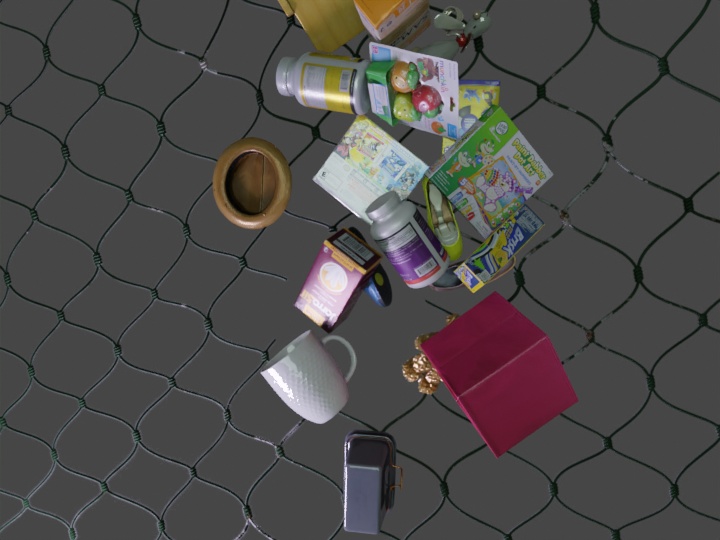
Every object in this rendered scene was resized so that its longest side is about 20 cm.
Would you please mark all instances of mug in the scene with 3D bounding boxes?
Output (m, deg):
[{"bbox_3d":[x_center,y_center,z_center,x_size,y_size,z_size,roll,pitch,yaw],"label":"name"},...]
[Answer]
[{"bbox_3d":[-0.096,0.233,1.199,0.200,0.148,0.176,-40,95,-21],"label":"mug"}]

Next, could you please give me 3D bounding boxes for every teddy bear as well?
[{"bbox_3d":[0.184,0.192,1.183,0.199,0.067,0.146,-32,93,10],"label":"teddy bear"}]

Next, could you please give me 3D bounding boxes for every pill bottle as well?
[{"bbox_3d":[0.097,-0.067,1.121,0.112,0.113,0.200,-34,109,9],"label":"pill bottle"},{"bbox_3d":[-0.075,-0.405,1.133,0.198,0.112,0.113,14,97,16],"label":"pill bottle"}]

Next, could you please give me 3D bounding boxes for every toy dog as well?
[{"bbox_3d":[0.169,-0.469,1.088,0.132,0.096,0.201,38,100,27],"label":"toy dog"}]

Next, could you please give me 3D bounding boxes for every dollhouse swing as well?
[{"bbox_3d":[-0.078,-0.620,1.158,0.199,0.176,0.182,-31,49,10],"label":"dollhouse swing"}]

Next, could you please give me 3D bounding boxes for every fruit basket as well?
[{"bbox_3d":[0.107,-0.355,1.069,0.199,0.186,0.094,30,65,28],"label":"fruit basket"}]

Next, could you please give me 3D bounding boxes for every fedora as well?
[{"bbox_3d":[-0.237,-0.197,1.197,0.199,0.082,0.202,2,101,9],"label":"fedora"}]

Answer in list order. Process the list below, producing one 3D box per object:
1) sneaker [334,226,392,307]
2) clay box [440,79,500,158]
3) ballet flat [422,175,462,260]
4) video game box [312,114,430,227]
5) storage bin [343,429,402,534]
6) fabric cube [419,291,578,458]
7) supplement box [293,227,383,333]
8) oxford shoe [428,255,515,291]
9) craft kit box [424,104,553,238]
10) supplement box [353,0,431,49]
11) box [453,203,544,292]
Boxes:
[{"bbox_3d":[0.000,0.000,1.199,0.078,0.066,0.201,-28,96,33],"label":"sneaker"},{"bbox_3d":[0.235,-0.303,1.138,0.114,0.048,0.202,3,95,7],"label":"clay box"},{"bbox_3d":[0.177,-0.116,1.154,0.066,0.067,0.202,-15,93,8],"label":"ballet flat"},{"bbox_3d":[0.024,-0.216,1.177,0.200,0.047,0.183,39,102,2],"label":"video game box"},{"bbox_3d":[0.022,0.490,1.200,0.144,0.134,0.202,3,97,8],"label":"storage bin"},{"bbox_3d":[0.274,0.204,1.063,0.199,0.200,0.197,-35,118,0],"label":"fabric cube"},{"bbox_3d":[-0.051,0.024,1.146,0.110,0.086,0.201,37,125,10],"label":"supplement box"},{"bbox_3d":[0.245,0.005,1.153,0.199,0.073,0.072,-20,92,9],"label":"oxford shoe"},{"bbox_3d":[0.270,-0.202,1.104,0.200,0.049,0.198,40,99,-24],"label":"craft kit box"},{"bbox_3d":[0.071,-0.518,1.063,0.126,0.200,0.074,-40,86,11],"label":"supplement box"},{"bbox_3d":[0.290,-0.046,1.102,0.200,0.070,0.064,-41,82,-17],"label":"box"}]
